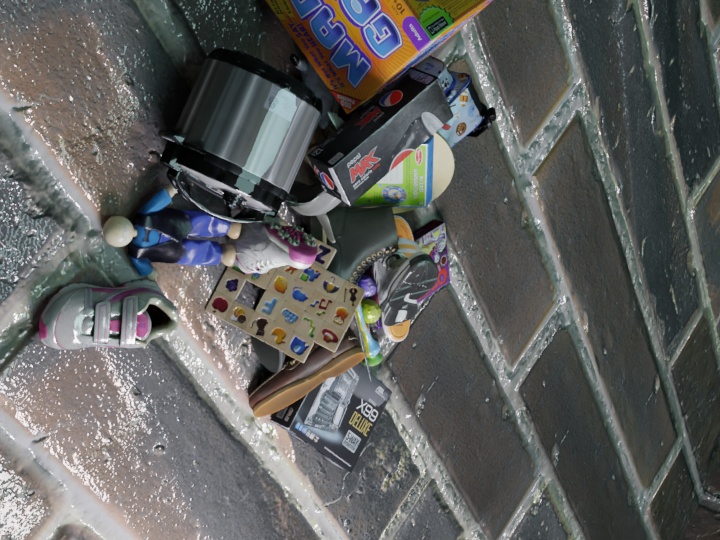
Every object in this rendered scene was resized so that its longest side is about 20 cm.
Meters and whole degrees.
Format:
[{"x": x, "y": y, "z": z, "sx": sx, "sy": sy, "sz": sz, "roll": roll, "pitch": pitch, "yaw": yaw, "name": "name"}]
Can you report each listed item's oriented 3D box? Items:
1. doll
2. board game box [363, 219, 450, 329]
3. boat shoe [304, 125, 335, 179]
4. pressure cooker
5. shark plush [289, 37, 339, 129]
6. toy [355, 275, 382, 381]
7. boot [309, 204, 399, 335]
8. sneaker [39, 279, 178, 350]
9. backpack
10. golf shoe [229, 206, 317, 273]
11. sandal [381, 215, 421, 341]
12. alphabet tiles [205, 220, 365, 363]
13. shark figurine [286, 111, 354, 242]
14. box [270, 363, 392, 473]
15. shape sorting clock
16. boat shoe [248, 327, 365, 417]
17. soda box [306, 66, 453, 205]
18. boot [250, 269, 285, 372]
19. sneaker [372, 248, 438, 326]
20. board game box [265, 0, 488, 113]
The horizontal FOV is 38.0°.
[{"x": -0.255, "y": -0.052, "z": 1.398, "sx": 0.198, "sy": 0.048, "sz": 0.139, "roll": 1, "pitch": 108, "yaw": -43, "name": "doll"}, {"x": 0.082, "y": 0.005, "z": 1.820, "sx": 0.199, "sy": 0.032, "sz": 0.122, "roll": -32, "pitch": 130, "yaw": -38, "name": "board game box"}, {"x": -0.053, "y": -0.185, "z": 1.567, "sx": 0.072, "sy": 0.064, "sz": 0.200, "roll": -57, "pitch": 138, "yaw": -17, "name": "boat shoe"}, {"x": -0.160, "y": -0.166, "z": 1.361, "sx": 0.179, "sy": 0.174, "sz": 0.203, "roll": 33, "pitch": 79, "yaw": -80, "name": "pressure cooker"}, {"x": -0.068, "y": -0.308, "z": 1.483, "sx": 0.083, "sy": 0.090, "sz": 0.203, "roll": -47, "pitch": 131, "yaw": -45, "name": "shark plush"}, {"x": 0.012, "y": 0.064, "z": 1.697, "sx": 0.046, "sy": 0.116, "sz": 0.203, "roll": -8, "pitch": 120, "yaw": 1, "name": "toy"}, {"x": 0.000, "y": 0.000, "z": 1.547, "sx": 0.077, "sy": 0.136, "sz": 0.204, "roll": 60, "pitch": 24, "yaw": -89, "name": "boot"}, {"x": -0.314, "y": 0.059, "z": 1.338, "sx": 0.198, "sy": 0.087, "sz": 0.083, "roll": -15, "pitch": 114, "yaw": -45, "name": "sneaker"}, {"x": 0.075, "y": -0.236, "z": 1.610, "sx": 0.191, "sy": 0.199, "sz": 0.154, "roll": -51, "pitch": 126, "yaw": -7, "name": "backpack"}, {"x": -0.124, "y": -0.028, "z": 1.444, "sx": 0.074, "sy": 0.199, "sz": 0.093, "roll": 10, "pitch": 104, "yaw": -35, "name": "golf shoe"}, {"x": 0.077, "y": 0.013, "z": 1.734, "sx": 0.078, "sy": 0.059, "sz": 0.211, "roll": 2, "pitch": 85, "yaw": -41, "name": "sandal"}, {"x": -0.101, "y": 0.029, "z": 1.507, "sx": 0.169, "sy": 0.198, "sz": 0.008, "roll": -62, "pitch": 171, "yaw": -11, "name": "alphabet tiles"}, {"x": -0.060, "y": -0.118, "z": 1.454, "sx": 0.088, "sy": 0.214, "sz": 0.130, "roll": -9, "pitch": 69, "yaw": -36, "name": "shark figurine"}, {"x": -0.044, "y": 0.224, "z": 1.734, "sx": 0.200, "sy": 0.049, "sz": 0.159, "roll": 45, "pitch": 69, "yaw": -46, "name": "box"}, {"x": 0.040, "y": -0.153, "z": 1.534, "sx": 0.200, "sy": 0.197, "sz": 0.040, "roll": 52, "pitch": 32, "yaw": -44, "name": "shape sorting clock"}, {"x": -0.091, "y": 0.153, "z": 1.626, "sx": 0.198, "sy": 0.071, "sz": 0.071, "roll": -30, "pitch": 159, "yaw": -9, "name": "boat shoe"}, {"x": 0.028, "y": -0.179, "z": 1.389, "sx": 0.200, "sy": 0.063, "sz": 0.071, "roll": -42, "pitch": 130, "yaw": -16, "name": "soda box"}, {"x": -0.084, "y": 0.044, "z": 1.610, "sx": 0.173, "sy": 0.069, "sz": 0.204, "roll": -14, "pitch": 112, "yaw": -45, "name": "boot"}, {"x": 0.053, "y": -0.004, "z": 1.598, "sx": 0.075, "sy": 0.117, "sz": 0.201, "roll": -14, "pitch": 158, "yaw": -19, "name": "sneaker"}, {"x": 0.032, "y": -0.379, "z": 1.419, "sx": 0.201, "sy": 0.199, "sz": 0.200, "roll": 53, "pitch": 50, "yaw": -4, "name": "board game box"}]
